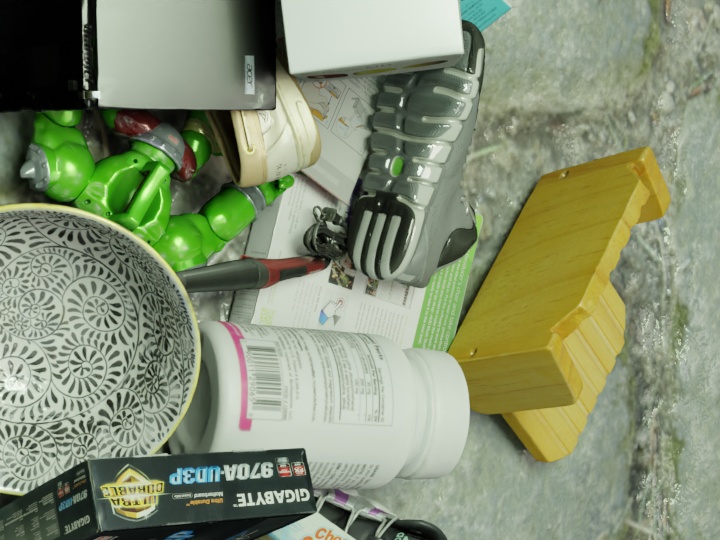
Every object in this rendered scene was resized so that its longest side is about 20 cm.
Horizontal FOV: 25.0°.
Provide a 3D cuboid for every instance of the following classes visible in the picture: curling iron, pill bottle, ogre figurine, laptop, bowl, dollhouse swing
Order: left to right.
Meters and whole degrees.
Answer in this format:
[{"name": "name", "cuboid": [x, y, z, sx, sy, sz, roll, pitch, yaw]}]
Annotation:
[{"name": "bowl", "cuboid": [-0.203, 0.034, 1.035, 0.199, 0.094, 0.202, -3, 115, -7]}, {"name": "laptop", "cuboid": [-0.164, -0.189, 1.031, 0.103, 0.198, 0.179, -5, 96, -60]}, {"name": "ogre figurine", "cuboid": [-0.148, -0.074, 1.089, 0.200, 0.098, 0.121, 47, 57, -39]}, {"name": "curling iron", "cuboid": [-0.072, -0.008, 1.124, 0.199, 0.025, 0.050, -18, 115, -52]}, {"name": "pill bottle", "cuboid": [-0.029, 0.099, 1.164, 0.198, 0.113, 0.115, 6, 90, -27]}, {"name": "dollhouse swing", "cuboid": [0.192, 0.045, 1.317, 0.176, 0.181, 0.201, 43, 60, -23]}]

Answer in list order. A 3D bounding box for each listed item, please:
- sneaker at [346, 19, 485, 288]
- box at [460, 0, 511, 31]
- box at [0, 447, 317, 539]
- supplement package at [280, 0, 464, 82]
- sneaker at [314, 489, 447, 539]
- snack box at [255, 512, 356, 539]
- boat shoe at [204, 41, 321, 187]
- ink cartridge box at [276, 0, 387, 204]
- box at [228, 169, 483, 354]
[{"name": "sneaker", "cuboid": [0.058, -0.081, 1.222, 0.115, 0.075, 0.202, 25, 86, -56]}, {"name": "box", "cuboid": [0.029, -0.262, 1.217, 0.200, 0.049, 0.083, 36, 30, -34]}, {"name": "box", "cuboid": [-0.147, 0.163, 1.045, 0.158, 0.200, 0.046, 2, 68, -38]}, {"name": "supplement package", "cuboid": [0.006, -0.185, 1.061, 0.113, 0.200, 0.111, -6, 95, 3]}, {"name": "sneaker", "cuboid": [0.005, 0.196, 1.200, 0.199, 0.139, 0.078, 29, 76, -36]}, {"name": "snack box", "cuboid": [-0.022, 0.239, 1.148, 0.037, 0.116, 0.201, -44, 148, -26]}, {"name": "boat shoe", "cuboid": [-0.099, -0.147, 1.063, 0.069, 0.074, 0.201, -28, 87, -22]}, {"name": "ink cartridge box", "cuboid": [-0.054, -0.173, 1.182, 0.200, 0.045, 0.177, 37, 69, -33]}, {"name": "box", "cuboid": [0.000, 0.000, 1.250, 0.199, 0.036, 0.146, 19, 82, -36]}]
